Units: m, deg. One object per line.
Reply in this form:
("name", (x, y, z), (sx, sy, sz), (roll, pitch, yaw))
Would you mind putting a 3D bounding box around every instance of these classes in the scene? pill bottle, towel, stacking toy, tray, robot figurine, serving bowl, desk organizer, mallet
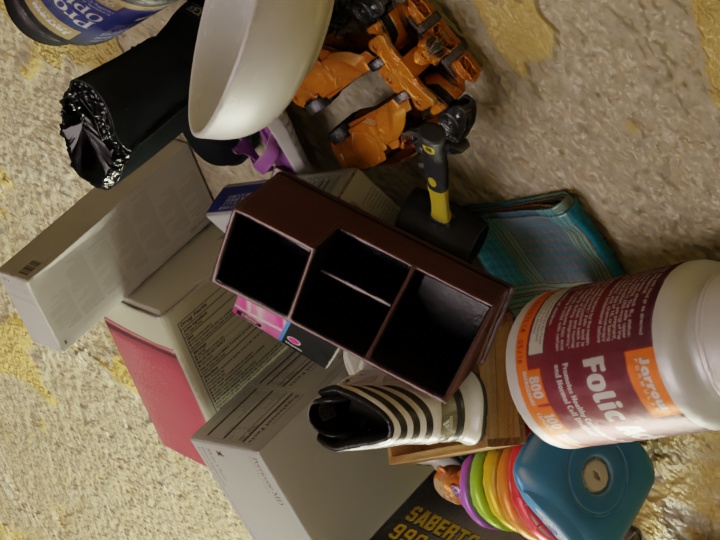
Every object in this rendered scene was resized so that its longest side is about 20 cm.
("pill bottle", (0.204, 0.055, 1.369), (0.200, 0.114, 0.114), (-14, 115, 48))
("towel", (0.160, 0.031, 1.512), (0.200, 0.022, 0.147), (56, 151, -16))
("pill bottle", (-0.203, -0.237, 1.575), (0.112, 0.112, 0.200), (54, 151, -12))
("stacking toy", (0.120, 0.165, 1.601), (0.116, 0.110, 0.200), (49, 149, -20))
("tray", (0.069, 0.095, 1.592), (0.200, 0.037, 0.099), (157, 108, -67))
("robot figurine", (0.014, -0.137, 1.460), (0.145, 0.058, 0.200), (51, 153, -8))
("serving bowl", (-0.060, -0.182, 1.406), (0.066, 0.201, 0.200), (13, 156, -15))
("desk organizer", (0.000, 0.010, 1.464), (0.200, 0.077, 0.072), (27, 121, 11))
("mallet", (0.046, -0.061, 1.425), (0.066, 0.041, 0.200), (25, 164, 20))

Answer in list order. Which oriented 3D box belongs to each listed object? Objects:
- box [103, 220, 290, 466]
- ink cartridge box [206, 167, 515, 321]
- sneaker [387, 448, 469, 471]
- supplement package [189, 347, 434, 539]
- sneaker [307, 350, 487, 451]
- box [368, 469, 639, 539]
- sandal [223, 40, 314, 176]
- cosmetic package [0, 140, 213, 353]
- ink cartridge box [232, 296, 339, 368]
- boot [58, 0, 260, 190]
("box", (-0.139, 0.066, 1.856), (0.109, 0.128, 0.200), (19, 141, 43))
("ink cartridge box", (0.000, 0.000, 1.620), (0.200, 0.043, 0.196), (44, 156, -24))
("sneaker", (0.079, 0.124, 1.712), (0.200, 0.077, 0.080), (27, 127, 24))
("supplement package", (-0.025, 0.184, 1.820), (0.111, 0.156, 0.200), (2, 128, 52))
("sneaker", (0.004, 0.083, 1.541), (0.200, 0.115, 0.076), (-151, 61, -63))
("box", (0.112, 0.248, 1.710), (0.200, 0.158, 0.048), (24, 146, 38))
("sandal", (-0.083, -0.115, 1.586), (0.083, 0.050, 0.203), (59, 176, 31))
("cosmetic package", (-0.218, -0.025, 1.772), (0.051, 0.200, 0.083), (15, 138, 44))
("ink cartridge box", (-0.044, 0.017, 1.618), (0.095, 0.037, 0.200), (32, 158, 1))
("boot", (-0.161, -0.118, 1.609), (0.076, 0.168, 0.200), (37, 151, 21))
